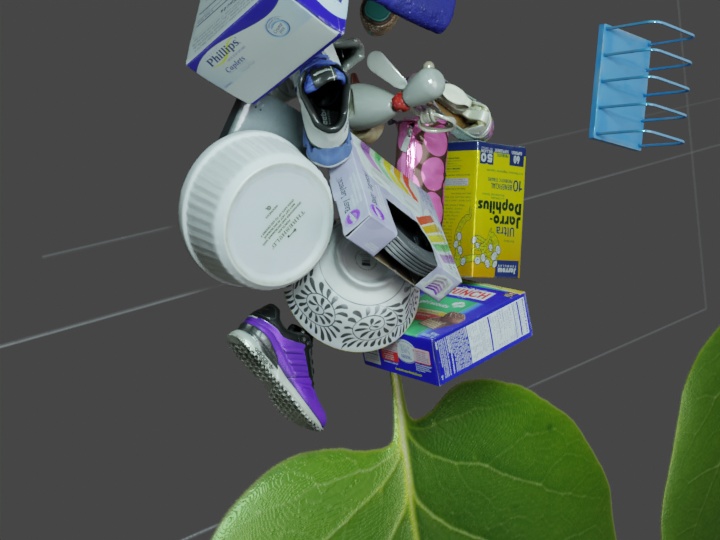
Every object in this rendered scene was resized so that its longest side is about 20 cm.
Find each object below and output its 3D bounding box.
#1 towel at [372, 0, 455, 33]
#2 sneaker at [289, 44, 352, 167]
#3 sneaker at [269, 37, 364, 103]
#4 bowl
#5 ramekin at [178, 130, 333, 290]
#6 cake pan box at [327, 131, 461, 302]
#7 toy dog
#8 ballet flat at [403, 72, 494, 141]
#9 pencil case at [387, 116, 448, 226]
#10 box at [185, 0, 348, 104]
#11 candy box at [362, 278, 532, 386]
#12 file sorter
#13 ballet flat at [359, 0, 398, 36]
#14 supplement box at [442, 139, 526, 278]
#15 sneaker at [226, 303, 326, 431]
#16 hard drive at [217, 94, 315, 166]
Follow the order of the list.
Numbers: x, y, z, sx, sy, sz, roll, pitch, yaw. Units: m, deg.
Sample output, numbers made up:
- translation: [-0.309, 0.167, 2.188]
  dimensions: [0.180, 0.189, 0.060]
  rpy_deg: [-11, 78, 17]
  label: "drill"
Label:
- translation: [0.039, -0.383, 1.276]
  dimensions: [0.198, 0.049, 0.150]
  rpy_deg: [14, 83, -41]
  label: "towel"
- translation: [-0.049, -0.243, 1.332]
  dimensions: [0.079, 0.115, 0.202]
  rpy_deg: [-12, 73, -10]
  label: "sneaker"
- translation: [-0.079, -0.270, 1.430]
  dimensions: [0.199, 0.081, 0.076]
  rpy_deg: [-34, 114, -30]
  label: "sneaker"
- translation: [0.000, 0.000, 1.438]
  dimensions: [0.198, 0.094, 0.204]
  rpy_deg: [7, 65, -14]
  label: "bowl"
- translation: [-0.123, -0.069, 1.341]
  dimensions: [0.200, 0.094, 0.206]
  rpy_deg: [-11, 111, -31]
  label: "ramekin"
- translation: [0.040, -0.071, 1.393]
  dimensions: [0.183, 0.201, 0.052]
  rpy_deg: [33, 117, -33]
  label: "cake pan box"
- translation: [0.035, -0.250, 1.473]
  dimensions: [0.132, 0.197, 0.098]
  rpy_deg: [42, 47, -58]
  label: "toy dog"
- translation: [0.151, -0.246, 1.621]
  dimensions: [0.199, 0.071, 0.070]
  rpy_deg: [25, 76, -37]
  label: "ballet flat"
- translation: [0.082, -0.124, 1.564]
  dimensions: [0.094, 0.089, 0.203]
  rpy_deg: [0, 91, -76]
  label: "pencil case"
- translation: [-0.106, -0.338, 1.293]
  dimensions: [0.104, 0.183, 0.202]
  rpy_deg: [30, 50, -31]
  label: "box"
- translation: [0.124, 0.084, 1.555]
  dimensions: [0.198, 0.168, 0.078]
  rpy_deg: [-23, 111, -36]
  label: "candy box"
- translation: [0.498, -0.323, 1.865]
  dimensions: [0.137, 0.122, 0.203]
  rpy_deg: [7, 89, -38]
  label: "file sorter"
- translation: [0.054, -0.424, 1.543]
  dimensions: [0.070, 0.065, 0.201]
  rpy_deg: [31, 73, 4]
  label: "ballet flat"
- translation: [0.175, -0.091, 1.624]
  dimensions: [0.108, 0.109, 0.203]
  rpy_deg: [1, 92, -38]
  label: "supplement box"
- translation: [-0.089, 0.128, 1.449]
  dimensions: [0.100, 0.069, 0.201]
  rpy_deg: [-50, 121, -28]
  label: "sneaker"
- translation: [-0.136, -0.123, 1.394]
  dimensions: [0.139, 0.033, 0.202]
  rpy_deg: [24, 92, -37]
  label: "hard drive"
